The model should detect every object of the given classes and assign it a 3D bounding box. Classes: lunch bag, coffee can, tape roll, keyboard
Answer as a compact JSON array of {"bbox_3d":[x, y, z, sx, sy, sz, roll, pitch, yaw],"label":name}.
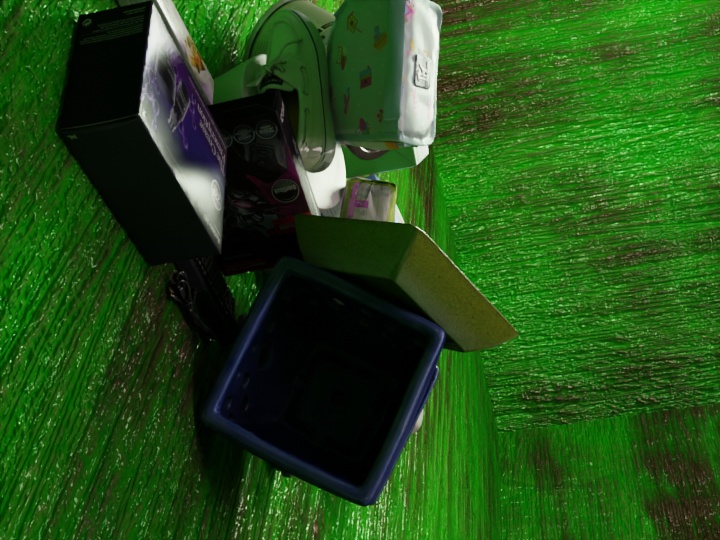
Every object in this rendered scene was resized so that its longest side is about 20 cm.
[{"bbox_3d":[0.027,-0.223,1.325,0.200,0.121,0.171,-159,-108,-78],"label":"lunch bag"},{"bbox_3d":[-0.036,-0.256,1.533,0.146,0.200,0.147,-38,148,-30],"label":"coffee can"},{"bbox_3d":[-0.103,-0.152,1.385,0.202,0.071,0.203,41,37,-41],"label":"tape roll"},{"bbox_3d":[-0.168,0.010,1.218,0.200,0.021,0.127,68,17,-47],"label":"keyboard"}]

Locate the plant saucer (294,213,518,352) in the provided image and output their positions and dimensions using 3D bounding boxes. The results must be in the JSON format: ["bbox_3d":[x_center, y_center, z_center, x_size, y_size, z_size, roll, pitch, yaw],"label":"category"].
[{"bbox_3d":[0.037,0.022,1.233,0.200,0.200,0.048,44,67,-35],"label":"plant saucer"}]

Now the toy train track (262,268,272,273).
[{"bbox_3d":[-0.089,-0.090,1.519,0.032,0.114,0.201,27,68,-42],"label":"toy train track"}]

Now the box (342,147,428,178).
[{"bbox_3d":[-0.010,-0.195,1.730,0.176,0.199,0.097,-52,133,-77],"label":"box"}]

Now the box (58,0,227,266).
[{"bbox_3d":[-0.191,-0.120,1.065,0.200,0.078,0.142,66,21,-53],"label":"box"}]

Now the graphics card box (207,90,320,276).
[{"bbox_3d":[-0.120,-0.091,1.273,0.051,0.125,0.201,-87,165,-53],"label":"graphics card box"}]

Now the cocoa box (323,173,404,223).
[{"bbox_3d":[-0.001,-0.051,1.729,0.200,0.131,0.134,13,53,-83],"label":"cocoa box"}]

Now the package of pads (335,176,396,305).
[{"bbox_3d":[0.000,0.000,1.440,0.155,0.068,0.201,88,11,-71],"label":"package of pads"}]

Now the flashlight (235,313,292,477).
[{"bbox_3d":[-0.091,0.142,1.375,0.068,0.068,0.201,-62,142,-70],"label":"flashlight"}]

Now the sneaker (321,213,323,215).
[{"bbox_3d":[-0.059,-0.027,1.543,0.070,0.082,0.201,48,48,-62],"label":"sneaker"}]

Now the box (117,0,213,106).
[{"bbox_3d":[-0.203,-0.244,1.199,0.200,0.041,0.039,64,19,-53],"label":"box"}]

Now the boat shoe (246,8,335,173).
[{"bbox_3d":[-0.088,-0.210,1.317,0.086,0.074,0.203,8,69,-48],"label":"boat shoe"}]

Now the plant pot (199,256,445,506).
[{"bbox_3d":[-0.029,0.130,1.244,0.201,0.199,0.180,-63,167,-13],"label":"plant pot"}]

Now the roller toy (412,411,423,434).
[{"bbox_3d":[0.025,0.165,1.760,0.182,0.139,0.201,-23,103,-78],"label":"roller toy"}]
